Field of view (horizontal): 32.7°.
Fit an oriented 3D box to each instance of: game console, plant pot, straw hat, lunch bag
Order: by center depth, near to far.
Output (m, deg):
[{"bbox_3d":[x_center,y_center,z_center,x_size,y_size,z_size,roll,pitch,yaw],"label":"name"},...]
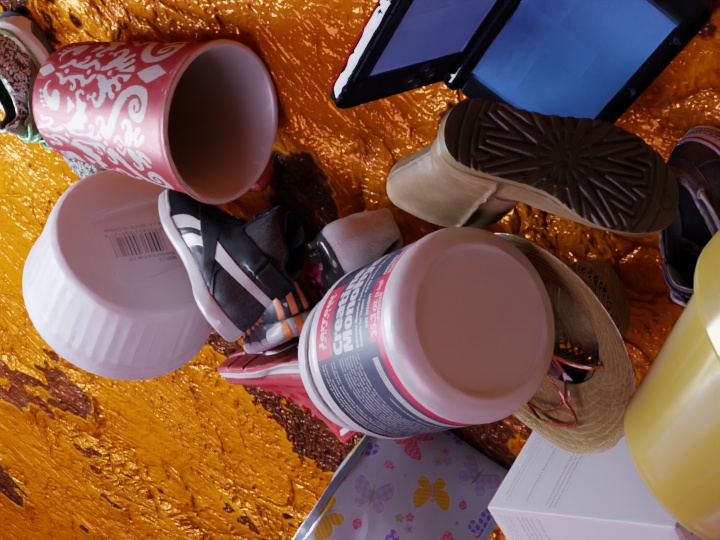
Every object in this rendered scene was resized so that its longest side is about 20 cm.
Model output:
[{"bbox_3d":[0.272,0.073,0.782,0.200,0.201,0.189,38,130,2],"label":"plant pot"},{"bbox_3d":[0.099,-0.145,0.818,0.120,0.171,0.200,60,148,16],"label":"game console"},{"bbox_3d":[0.168,0.039,0.972,0.201,0.085,0.203,39,147,31],"label":"straw hat"},{"bbox_3d":[0.039,0.259,1.245,0.168,0.201,0.128,32,145,9],"label":"lunch bag"}]

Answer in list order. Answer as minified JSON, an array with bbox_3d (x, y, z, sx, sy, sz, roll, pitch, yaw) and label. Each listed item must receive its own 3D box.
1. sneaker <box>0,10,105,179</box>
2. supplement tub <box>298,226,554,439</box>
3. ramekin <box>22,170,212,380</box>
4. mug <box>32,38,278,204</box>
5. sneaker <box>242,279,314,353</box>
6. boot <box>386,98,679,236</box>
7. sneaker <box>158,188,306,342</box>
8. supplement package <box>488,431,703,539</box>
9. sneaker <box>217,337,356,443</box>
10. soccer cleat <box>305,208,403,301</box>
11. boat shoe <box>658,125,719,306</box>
[{"bbox_3d":[-0.325,-0.151,1.226,0.076,0.089,0.201,-4,127,45],"label":"sneaker"},{"bbox_3d":[0.044,0.054,0.945,0.140,0.141,0.200,46,153,-10],"label":"supplement tub"},{"bbox_3d":[-0.226,-0.004,1.210,0.200,0.201,0.098,37,138,3],"label":"ramekin"},{"bbox_3d":[-0.182,-0.123,1.092,0.198,0.134,0.179,13,136,38],"label":"mug"},{"bbox_3d":[-0.090,0.016,1.217,0.113,0.077,0.200,68,161,3],"label":"sneaker"},{"bbox_3d":[0.115,-0.062,0.878,0.173,0.067,0.200,22,171,-4],"label":"boot"},{"bbox_3d":[-0.108,-0.032,1.108,0.073,0.111,0.201,49,-173,-45],"label":"sneaker"},{"bbox_3d":[0.236,0.213,1.082,0.198,0.117,0.118,-5,126,47],"label":"supplement package"},{"bbox_3d":[-0.061,0.132,1.286,0.198,0.078,0.117,-6,113,45],"label":"sneaker"},{"bbox_3d":[0.000,0.000,1.112,0.071,0.085,0.200,62,171,12],"label":"soccer cleat"},{"bbox_3d":[0.246,-0.001,0.870,0.071,0.068,0.202,19,140,40],"label":"boat shoe"}]
